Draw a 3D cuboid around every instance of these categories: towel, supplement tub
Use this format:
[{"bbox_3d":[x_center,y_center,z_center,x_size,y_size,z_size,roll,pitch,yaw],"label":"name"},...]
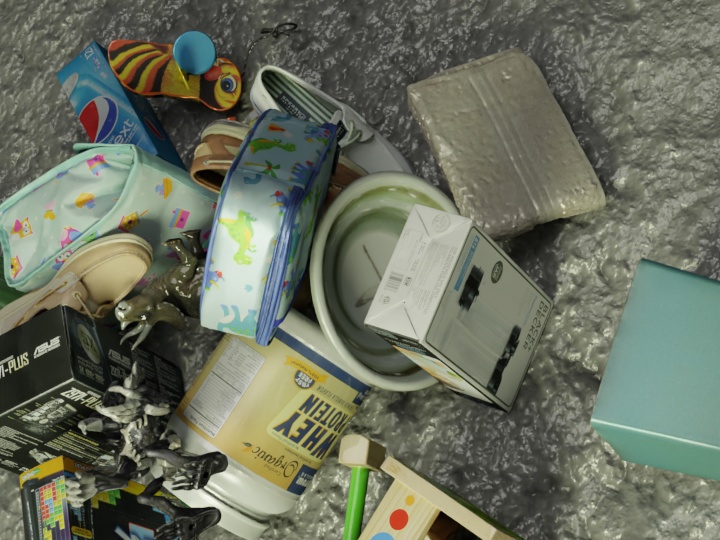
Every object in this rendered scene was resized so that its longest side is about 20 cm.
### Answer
[{"bbox_3d":[0.134,-0.119,1.405,0.132,0.035,0.200,-19,59,-5],"label":"towel"},{"bbox_3d":[-0.091,0.136,1.386,0.144,0.144,0.200,32,87,36],"label":"supplement tub"}]

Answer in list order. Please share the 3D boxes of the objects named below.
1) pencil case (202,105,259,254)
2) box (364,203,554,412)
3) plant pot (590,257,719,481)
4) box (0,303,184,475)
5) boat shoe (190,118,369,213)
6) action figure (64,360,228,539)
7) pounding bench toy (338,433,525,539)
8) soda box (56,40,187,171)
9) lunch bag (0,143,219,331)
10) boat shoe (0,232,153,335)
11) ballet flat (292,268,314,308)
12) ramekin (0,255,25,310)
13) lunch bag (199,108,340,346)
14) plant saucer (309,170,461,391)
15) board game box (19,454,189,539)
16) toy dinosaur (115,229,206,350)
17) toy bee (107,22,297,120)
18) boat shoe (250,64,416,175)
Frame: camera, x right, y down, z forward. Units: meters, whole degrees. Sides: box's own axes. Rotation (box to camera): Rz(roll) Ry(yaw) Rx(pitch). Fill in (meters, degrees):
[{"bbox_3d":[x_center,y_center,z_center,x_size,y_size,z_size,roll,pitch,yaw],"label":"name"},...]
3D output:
[{"bbox_3d":[-0.099,-0.093,1.528,0.088,0.088,0.201,7,74,32],"label":"pencil case"},{"bbox_3d":[0.091,0.036,1.290,0.060,0.200,0.117,16,76,33],"label":"box"},{"bbox_3d":[0.310,0.096,1.177,0.199,0.141,0.142,13,76,26],"label":"plant pot"},{"bbox_3d":[-0.293,0.132,1.470,0.163,0.200,0.086,-26,58,18],"label":"box"},{"bbox_3d":[-0.073,-0.080,1.438,0.199,0.076,0.072,18,54,14],"label":"boat shoe"},{"bbox_3d":[-0.200,0.155,1.300,0.200,0.102,0.119,30,110,47],"label":"action figure"},{"bbox_3d":[0.028,0.252,1.278,0.200,0.124,0.156,31,87,36],"label":"pounding bench toy"},{"bbox_3d":[-0.268,-0.164,1.666,0.064,0.068,0.200,-39,55,9],"label":"soda box"},{"bbox_3d":[-0.252,-0.048,1.541,0.200,0.170,0.122,-35,56,18],"label":"lunch bag"},{"bbox_3d":[-0.284,0.039,1.471,0.200,0.074,0.069,-35,40,21],"label":"boat shoe"},{"bbox_3d":[0.000,0.000,1.443,0.200,0.069,0.063,-31,71,17],"label":"ballet flat"},{"bbox_3d":[-0.458,0.062,1.658,0.199,0.098,0.201,-12,64,25],"label":"ramekin"},{"bbox_3d":[-0.080,-0.039,1.303,0.082,0.200,0.161,16,119,1],"label":"lunch bag"},{"bbox_3d":[0.025,0.011,1.356,0.050,0.200,0.201,-9,63,51],"label":"plant saucer"},{"bbox_3d":[-0.223,0.276,1.366,0.057,0.200,0.166,-26,59,21],"label":"board game box"},{"bbox_3d":[-0.139,0.013,1.453,0.199,0.077,0.103,-4,101,3],"label":"toy dinosaur"},{"bbox_3d":[-0.171,-0.206,1.606,0.199,0.131,0.109,-6,91,17],"label":"toy bee"},{"bbox_3d":[-0.030,-0.129,1.462,0.200,0.067,0.074,34,80,6],"label":"boat shoe"}]
